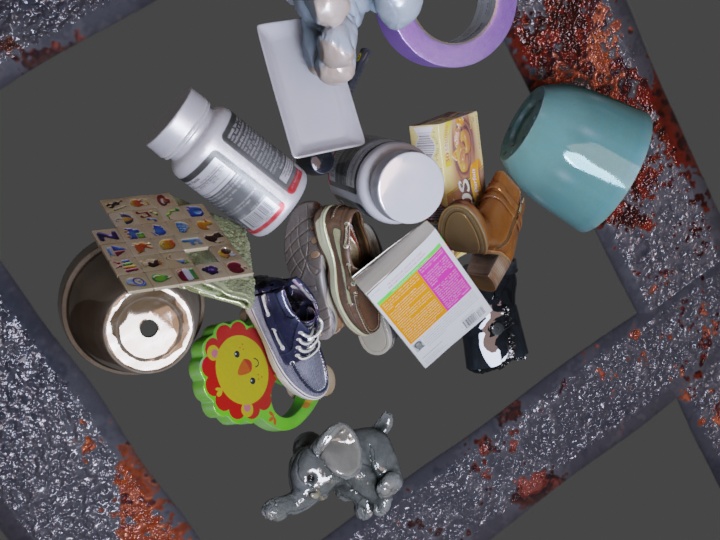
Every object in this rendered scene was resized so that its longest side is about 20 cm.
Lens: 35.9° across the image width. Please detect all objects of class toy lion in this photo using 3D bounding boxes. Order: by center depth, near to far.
[{"bbox_3d":[-0.146,0.147,1.559,0.200,0.069,0.192,57,47,-21],"label":"toy lion"}]

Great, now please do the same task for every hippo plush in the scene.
[{"bbox_3d":[-0.002,-0.348,1.494,0.160,0.200,0.160,-18,131,-13],"label":"hippo plush"}]

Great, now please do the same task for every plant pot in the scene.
[{"bbox_3d":[-0.295,0.058,1.479,0.199,0.174,0.201,-4,101,-18],"label":"plant pot"},{"bbox_3d":[0.304,-0.180,1.643,0.161,0.201,0.201,26,91,-11],"label":"plant pot"}]

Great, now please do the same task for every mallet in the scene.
[{"bbox_3d":[-0.036,-0.225,1.595,0.041,0.066,0.200,27,76,-24],"label":"mallet"}]

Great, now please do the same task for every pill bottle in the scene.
[{"bbox_3d":[-0.181,-0.147,1.503,0.200,0.114,0.114,38,86,-22],"label":"pill bottle"},{"bbox_3d":[0.035,-0.126,1.546,0.114,0.200,0.114,-4,102,-19],"label":"pill bottle"}]

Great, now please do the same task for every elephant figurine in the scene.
[{"bbox_3d":[-0.045,0.285,1.629,0.200,0.155,0.142,21,115,-31],"label":"elephant figurine"}]

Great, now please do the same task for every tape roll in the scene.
[{"bbox_3d":[0.123,-0.393,1.599,0.199,0.066,0.201,-4,102,-18],"label":"tape roll"}]

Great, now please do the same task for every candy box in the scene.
[{"bbox_3d":[0.134,-0.125,1.633,0.115,0.055,0.201,-25,113,-50],"label":"candy box"}]

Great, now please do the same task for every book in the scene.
[{"bbox_3d":[0.094,0.037,1.574,0.134,0.048,0.200,-40,132,-2],"label":"book"}]

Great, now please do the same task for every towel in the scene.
[{"bbox_3d":[-0.209,-0.027,1.485,0.148,0.200,0.037,22,117,-23],"label":"towel"}]

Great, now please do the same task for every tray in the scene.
[{"bbox_3d":[-0.071,-0.254,1.544,0.107,0.022,0.201,-13,80,-16],"label":"tray"}]

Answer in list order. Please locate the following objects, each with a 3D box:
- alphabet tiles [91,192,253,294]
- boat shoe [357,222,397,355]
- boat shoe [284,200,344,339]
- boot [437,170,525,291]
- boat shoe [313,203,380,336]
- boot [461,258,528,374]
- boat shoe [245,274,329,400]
[{"bbox_3d":[-0.253,-0.040,1.421,0.167,0.200,0.008,-9,129,-31],"label":"alphabet tiles"},{"bbox_3d":[0.018,0.022,1.658,0.063,0.072,0.201,-26,108,-59],"label":"boat shoe"},{"bbox_3d":[-0.058,-0.003,1.615,0.072,0.076,0.201,-15,102,-51],"label":"boat shoe"},{"bbox_3d":[0.179,-0.083,1.593,0.155,0.074,0.200,-65,151,-24],"label":"boot"},{"bbox_3d":[-0.003,0.003,1.565,0.075,0.075,0.203,-46,124,-45],"label":"boat shoe"},{"bbox_3d":[0.163,0.078,1.699,0.200,0.076,0.169,-11,100,-24],"label":"boot"},{"bbox_3d":[-0.083,0.095,1.523,0.075,0.093,0.200,-45,113,-34],"label":"boat shoe"}]
